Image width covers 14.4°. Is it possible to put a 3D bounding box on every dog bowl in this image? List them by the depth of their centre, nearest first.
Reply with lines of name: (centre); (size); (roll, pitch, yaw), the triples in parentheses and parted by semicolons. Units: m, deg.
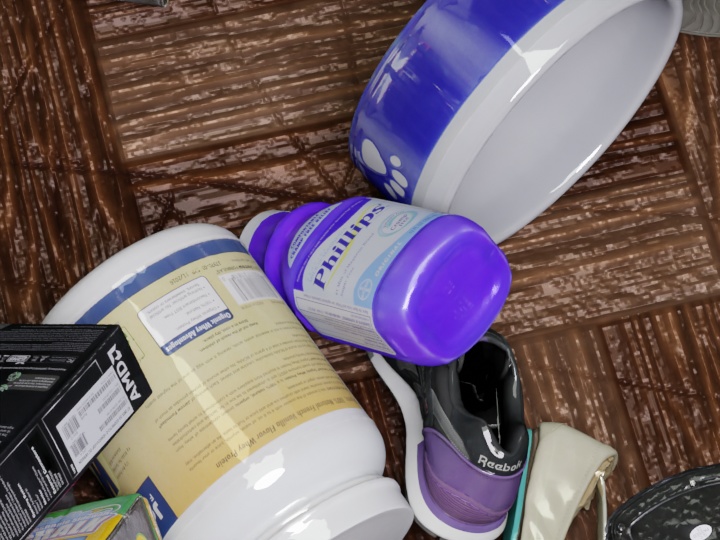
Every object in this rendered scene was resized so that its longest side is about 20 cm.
dog bowl: (0.089, -0.107, 1.627); (0.200, 0.200, 0.079); (-40, 72, -18)

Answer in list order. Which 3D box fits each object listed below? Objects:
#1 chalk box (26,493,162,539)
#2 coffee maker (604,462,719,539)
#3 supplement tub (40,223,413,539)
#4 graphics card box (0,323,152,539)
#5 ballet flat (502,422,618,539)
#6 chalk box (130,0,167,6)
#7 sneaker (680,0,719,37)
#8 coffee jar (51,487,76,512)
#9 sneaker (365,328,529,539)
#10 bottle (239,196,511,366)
chalk box: (-0.162, 0.200, 1.469); (0.123, 0.200, 0.125); (-14, 103, 17)
coffee maker: (0.184, 0.224, 1.483); (0.134, 0.200, 0.193); (4, 63, 1)
supplement tub: (-0.076, 0.090, 1.560); (0.144, 0.145, 0.200); (-31, 71, -16)
graphics card box: (-0.211, 0.103, 1.448); (0.125, 0.051, 0.200); (-2, 36, 37)
ballet flat: (0.099, 0.178, 1.574); (0.069, 0.070, 0.201); (16, 67, 4)
chalk box: (-0.205, -0.253, 1.711); (0.199, 0.125, 0.124); (9, 66, 0)
sneaker: (0.157, -0.213, 1.758); (0.199, 0.075, 0.106); (16, 54, 4)
coffee jar: (-0.259, 0.132, 1.564); (0.199, 0.085, 0.105); (-19, 61, -11)
sneaker: (0.059, 0.051, 1.591); (0.075, 0.088, 0.200); (5, 44, -22)
bottle: (0.000, 0.000, 1.587); (0.084, 0.200, 0.065); (-51, 120, -15)
